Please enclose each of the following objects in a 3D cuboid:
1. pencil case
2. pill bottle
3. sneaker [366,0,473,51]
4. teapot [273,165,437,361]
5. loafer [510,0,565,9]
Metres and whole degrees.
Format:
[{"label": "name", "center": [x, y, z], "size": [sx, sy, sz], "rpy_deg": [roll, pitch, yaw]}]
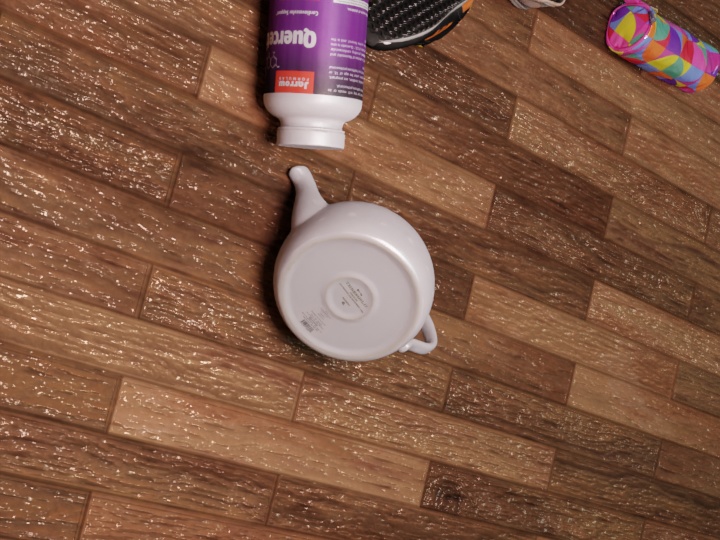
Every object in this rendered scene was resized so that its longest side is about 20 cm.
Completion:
[{"label": "pencil case", "center": [0.440, -0.326, 2.072], "size": [0.200, 0.088, 0.089], "rpy_deg": [21, 79, -44]}, {"label": "pill bottle", "center": [-0.051, -0.239, 1.601], "size": [0.112, 0.112, 0.201], "rpy_deg": [2, 92, -43]}, {"label": "sneaker", "center": [0.069, -0.296, 1.728], "size": [0.200, 0.070, 0.090], "rpy_deg": [-37, 159, -36]}, {"label": "teapot", "center": [0.000, 0.000, 1.648], "size": [0.146, 0.197, 0.200], "rpy_deg": [-74, 171, -61]}, {"label": "loafer", "center": [0.206, -0.381, 1.821], "size": [0.200, 0.063, 0.072], "rpy_deg": [14, 91, -63]}]
